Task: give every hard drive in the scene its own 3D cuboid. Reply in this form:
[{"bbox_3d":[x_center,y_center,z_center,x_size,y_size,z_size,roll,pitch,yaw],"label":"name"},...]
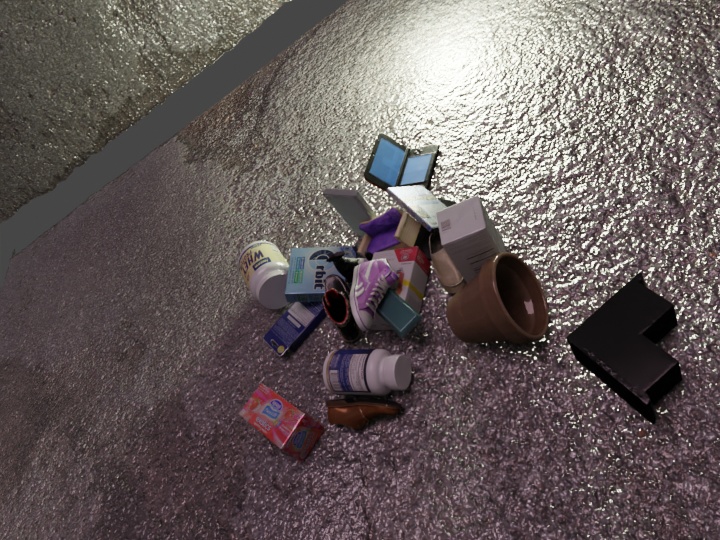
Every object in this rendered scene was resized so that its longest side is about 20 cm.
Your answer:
[{"bbox_3d":[-0.008,-0.163,1.726,0.131,0.200,0.026,10,63,42],"label":"hard drive"}]

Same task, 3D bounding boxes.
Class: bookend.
[{"bbox_3d":[0.541,0.142,1.130,0.200,0.092,0.199,-42,43,-2],"label":"bookend"}]

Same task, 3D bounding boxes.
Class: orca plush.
[{"bbox_3d":[0.000,0.000,1.597,0.105,0.200,0.071,-42,55,3],"label":"orca plush"}]

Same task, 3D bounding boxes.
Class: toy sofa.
[{"bbox_3d":[0.066,-0.096,1.642,0.200,0.097,0.083,-20,42,56],"label":"toy sofa"}]

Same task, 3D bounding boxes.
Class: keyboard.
[{"bbox_3d":[0.196,-0.117,1.668,0.103,0.040,0.201,19,66,20],"label":"keyboard"}]

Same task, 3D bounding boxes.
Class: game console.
[{"bbox_3d":[0.130,-0.333,1.825,0.171,0.119,0.201,-5,54,35],"label":"game console"}]

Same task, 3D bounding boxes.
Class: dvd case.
[{"bbox_3d":[0.180,-0.170,1.618,0.200,0.142,0.018,46,130,33],"label":"dvd case"}]

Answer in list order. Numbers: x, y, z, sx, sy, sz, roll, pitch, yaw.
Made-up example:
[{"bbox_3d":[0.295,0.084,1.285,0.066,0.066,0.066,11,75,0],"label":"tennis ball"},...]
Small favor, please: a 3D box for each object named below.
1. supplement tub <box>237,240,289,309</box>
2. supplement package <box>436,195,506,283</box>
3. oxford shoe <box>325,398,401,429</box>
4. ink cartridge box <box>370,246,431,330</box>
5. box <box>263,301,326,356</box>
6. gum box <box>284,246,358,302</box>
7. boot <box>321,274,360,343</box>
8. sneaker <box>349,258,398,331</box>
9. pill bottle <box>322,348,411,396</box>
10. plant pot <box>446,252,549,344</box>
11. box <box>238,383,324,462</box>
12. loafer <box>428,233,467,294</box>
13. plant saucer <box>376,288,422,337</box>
[{"bbox_3d":[-0.286,0.014,1.833,0.145,0.145,0.200,-42,41,0],"label":"supplement tub"},{"bbox_3d":[0.275,-0.059,1.421,0.109,0.200,0.114,-21,44,21],"label":"supplement package"},{"bbox_3d":[0.009,0.339,1.408,0.199,0.071,0.072,-10,78,31],"label":"oxford shoe"},{"bbox_3d":[0.089,0.047,1.562,0.144,0.083,0.201,-7,53,34],"label":"ink cartridge box"},{"bbox_3d":[-0.185,0.153,1.723,0.200,0.032,0.121,-48,41,-8],"label":"box"},{"bbox_3d":[-0.109,0.010,1.720,0.198,0.045,0.171,-3,51,6],"label":"gum box"},{"bbox_3d":[-0.059,0.081,1.559,0.073,0.151,0.201,-18,67,4],"label":"boot"},{"bbox_3d":[0.038,0.049,1.460,0.114,0.073,0.202,-17,49,23],"label":"sneaker"},{"bbox_3d":[0.018,0.245,1.431,0.199,0.111,0.112,-6,53,34],"label":"pill bottle"},{"bbox_3d":[0.292,0.083,1.323,0.174,0.200,0.201,-30,39,42],"label":"plant pot"},{"bbox_3d":[-0.200,0.379,1.497,0.199,0.095,0.103,22,70,46],"label":"box"},{"bbox_3d":[0.216,-0.024,1.532,0.075,0.068,0.201,-31,46,12],"label":"loafer"},{"bbox_3d":[0.070,0.085,1.471,0.070,0.019,0.200,-45,42,-2],"label":"plant saucer"}]
